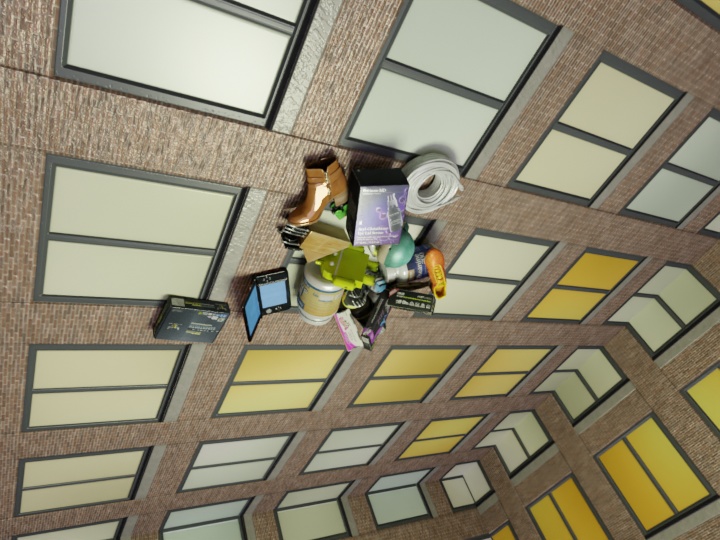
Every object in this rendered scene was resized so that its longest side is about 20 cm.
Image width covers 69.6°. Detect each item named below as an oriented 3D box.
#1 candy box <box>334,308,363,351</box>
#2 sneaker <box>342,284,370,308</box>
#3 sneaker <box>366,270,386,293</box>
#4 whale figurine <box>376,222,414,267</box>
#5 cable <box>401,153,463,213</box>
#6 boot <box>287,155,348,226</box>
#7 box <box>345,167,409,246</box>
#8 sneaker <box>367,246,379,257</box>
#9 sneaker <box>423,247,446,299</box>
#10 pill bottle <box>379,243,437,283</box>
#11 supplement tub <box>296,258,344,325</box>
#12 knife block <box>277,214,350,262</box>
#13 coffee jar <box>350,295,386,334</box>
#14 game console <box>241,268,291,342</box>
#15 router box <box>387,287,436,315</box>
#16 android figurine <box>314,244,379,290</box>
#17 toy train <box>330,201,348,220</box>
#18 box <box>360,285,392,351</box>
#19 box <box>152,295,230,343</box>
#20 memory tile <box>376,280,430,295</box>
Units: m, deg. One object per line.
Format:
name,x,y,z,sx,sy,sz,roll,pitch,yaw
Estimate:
candy box,-0.044,0.214,1.842,0.060,0.138,0.200,-21,173,-5
sneaker,-0.029,0.086,1.761,0.090,0.079,0.200,-25,-173,22
sneaker,0.000,0.000,1.742,0.073,0.082,0.200,-45,117,0
whale figurine,0.126,-0.073,1.649,0.160,0.103,0.200,-64,169,13
cable,0.204,-0.264,1.565,0.198,0.070,0.201,-26,140,2
boot,-0.128,-0.217,1.428,0.198,0.077,0.156,-24,143,-6
box,0.044,-0.180,1.472,0.146,0.105,0.202,-5,128,-14
sneaker,0.063,-0.126,1.636,0.104,0.076,0.201,-21,140,-6
sneaker,0.260,0.009,1.720,0.072,0.077,0.201,-23,129,-5
pill bottle,0.171,-0.020,1.782,0.198,0.112,0.112,-14,140,-14
supplement tub,-0.130,0.068,1.692,0.143,0.145,0.201,-4,136,-25
knife block,-0.142,-0.114,1.547,0.198,0.064,0.176,-21,142,-6
coffee jar,0.021,0.157,1.905,0.085,0.105,0.200,-27,140,6
game console,-0.299,0.114,1.674,0.171,0.119,0.201,-13,140,-15
router box,0.180,0.108,1.780,0.148,0.063,0.200,10,175,11
android figurine,-0.043,-0.016,1.620,0.198,0.183,0.041,18,139,-1
toy train,0.002,-0.217,1.532,0.199,0.042,0.056,-32,150,8
box,0.061,0.167,1.800,0.143,0.036,0.201,77,35,-65
box,-0.538,0.160,1.651,0.199,0.051,0.158,13,129,-38
memory tile,0.156,0.064,1.856,0.152,0.017,0.200,-3,171,-26
